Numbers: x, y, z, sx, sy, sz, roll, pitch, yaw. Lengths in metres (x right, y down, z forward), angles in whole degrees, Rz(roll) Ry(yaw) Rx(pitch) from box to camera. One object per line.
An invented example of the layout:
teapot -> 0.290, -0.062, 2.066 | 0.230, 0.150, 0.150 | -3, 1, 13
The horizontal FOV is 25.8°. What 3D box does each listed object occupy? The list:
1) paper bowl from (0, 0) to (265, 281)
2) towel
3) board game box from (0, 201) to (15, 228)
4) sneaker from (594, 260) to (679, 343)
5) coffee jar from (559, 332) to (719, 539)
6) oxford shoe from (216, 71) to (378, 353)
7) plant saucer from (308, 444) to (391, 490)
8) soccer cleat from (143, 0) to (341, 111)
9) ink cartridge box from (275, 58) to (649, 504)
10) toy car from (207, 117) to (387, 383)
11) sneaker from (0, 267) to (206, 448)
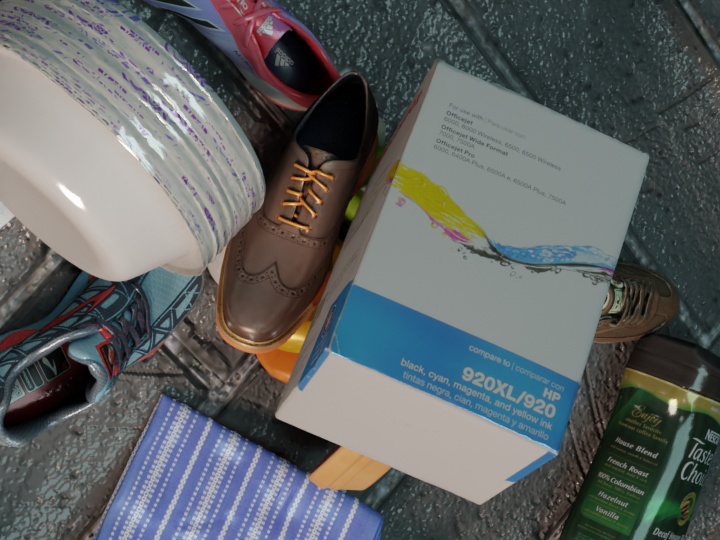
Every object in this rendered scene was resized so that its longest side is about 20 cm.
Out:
paper bowl -> -0.163, -0.073, 0.955 | 0.104, 0.200, 0.201 | -50, 120, -18
towel -> -0.086, 0.196, 1.124 | 0.200, 0.024, 0.145 | 31, 67, -18
board game box -> -0.322, -0.070, 0.963 | 0.134, 0.034, 0.200 | -44, 119, -16
sneaker -> 0.191, 0.028, 1.265 | 0.199, 0.075, 0.071 | 6, 98, -31
coffee jar -> 0.245, 0.156, 1.314 | 0.104, 0.085, 0.201 | 21, 89, -51
oxford shoe -> -0.042, -0.042, 1.003 | 0.071, 0.073, 0.201 | 18, 61, 4
plant saucer -> 0.045, 0.089, 1.126 | 0.037, 0.200, 0.200 | 45, 75, 3
soccer cleat -> -0.089, -0.178, 1.054 | 0.200, 0.076, 0.067 | 42, 78, -31
ink cartridge box -> 0.060, 0.010, 0.945 | 0.144, 0.147, 0.201 | 23, 66, -5
toy car -> 0.000, 0.000, 1.112 | 0.200, 0.175, 0.150 | -44, 156, -24
sneaker -> -0.173, 0.055, 1.042 | 0.200, 0.095, 0.079 | -39, 118, -18
